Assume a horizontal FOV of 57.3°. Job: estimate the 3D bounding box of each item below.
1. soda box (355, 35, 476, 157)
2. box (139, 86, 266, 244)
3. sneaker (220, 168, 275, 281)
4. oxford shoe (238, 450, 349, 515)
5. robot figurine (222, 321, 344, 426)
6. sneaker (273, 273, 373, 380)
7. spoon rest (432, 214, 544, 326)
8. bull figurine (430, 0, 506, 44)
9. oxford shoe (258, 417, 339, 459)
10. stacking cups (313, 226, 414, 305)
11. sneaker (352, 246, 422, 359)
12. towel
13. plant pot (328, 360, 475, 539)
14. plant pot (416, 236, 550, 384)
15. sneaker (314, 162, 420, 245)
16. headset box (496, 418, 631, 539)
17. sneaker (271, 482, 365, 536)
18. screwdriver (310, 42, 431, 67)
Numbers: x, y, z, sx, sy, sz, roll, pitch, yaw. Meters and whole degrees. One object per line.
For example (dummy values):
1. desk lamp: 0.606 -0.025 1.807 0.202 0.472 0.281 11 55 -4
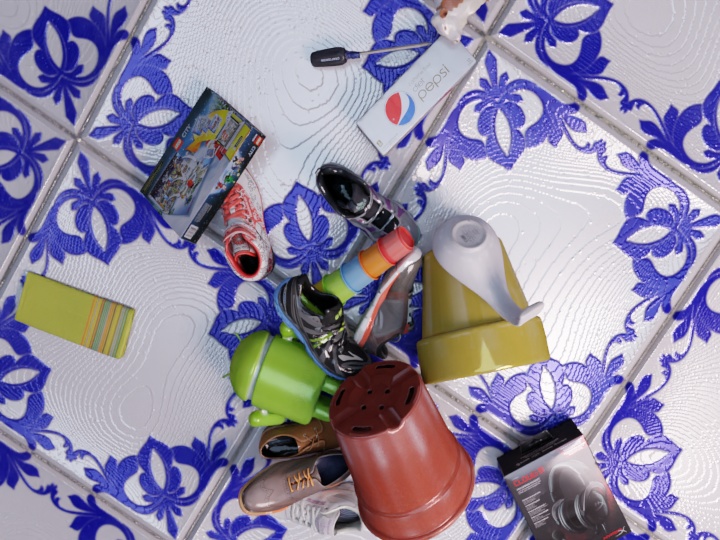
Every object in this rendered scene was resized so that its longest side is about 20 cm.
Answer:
1. soda box: 0.084 -0.272 1.021 0.200 0.064 0.068 -44 93 6
2. box: -0.249 -0.165 1.029 0.136 0.037 0.202 41 99 31
3. sneaker: -0.189 -0.082 1.033 0.065 0.108 0.208 -17 96 5
4. oxford shoe: -0.099 0.328 1.043 0.195 0.073 0.073 -16 74 -28
5. robot figurine: -0.122 0.170 1.056 0.194 0.116 0.181 20 96 0
6. sneaker: -0.049 0.089 1.006 0.082 0.071 0.201 -32 105 36
7. spoon rest: 0.173 0.000 0.909 0.097 0.061 0.202 -25 55 -13
8. bull figurine: 0.159 -0.433 0.971 0.117 0.065 0.207 -1 72 0
9. oxford shoe: -0.076 0.276 1.090 0.194 0.071 0.074 -18 94 3
10. stacking cups: 0.000 0.000 1.028 0.198 0.061 0.061 -36 94 25
11. sneaker: 0.059 0.055 1.047 0.080 0.077 0.203 29 117 -1
12. towel: -0.481 0.076 1.113 0.194 0.018 0.089 20 92 1
13. plant pot: 0.053 0.257 0.984 0.195 0.203 0.199 -21 120 5
14. plant pot: 0.171 0.059 1.000 0.194 0.201 0.195 -12 81 4
15. sneaker: 0.007 -0.092 1.006 0.197 0.140 0.079 32 97 -1
16. headset box: 0.325 0.357 1.077 0.146 0.077 0.204 -27 96 6
17. sneaker: -0.074 0.389 1.088 0.193 0.100 0.078 3 100 4
18. screwdriver: 0.014 -0.333 1.016 0.193 0.028 0.030 3 93 16
